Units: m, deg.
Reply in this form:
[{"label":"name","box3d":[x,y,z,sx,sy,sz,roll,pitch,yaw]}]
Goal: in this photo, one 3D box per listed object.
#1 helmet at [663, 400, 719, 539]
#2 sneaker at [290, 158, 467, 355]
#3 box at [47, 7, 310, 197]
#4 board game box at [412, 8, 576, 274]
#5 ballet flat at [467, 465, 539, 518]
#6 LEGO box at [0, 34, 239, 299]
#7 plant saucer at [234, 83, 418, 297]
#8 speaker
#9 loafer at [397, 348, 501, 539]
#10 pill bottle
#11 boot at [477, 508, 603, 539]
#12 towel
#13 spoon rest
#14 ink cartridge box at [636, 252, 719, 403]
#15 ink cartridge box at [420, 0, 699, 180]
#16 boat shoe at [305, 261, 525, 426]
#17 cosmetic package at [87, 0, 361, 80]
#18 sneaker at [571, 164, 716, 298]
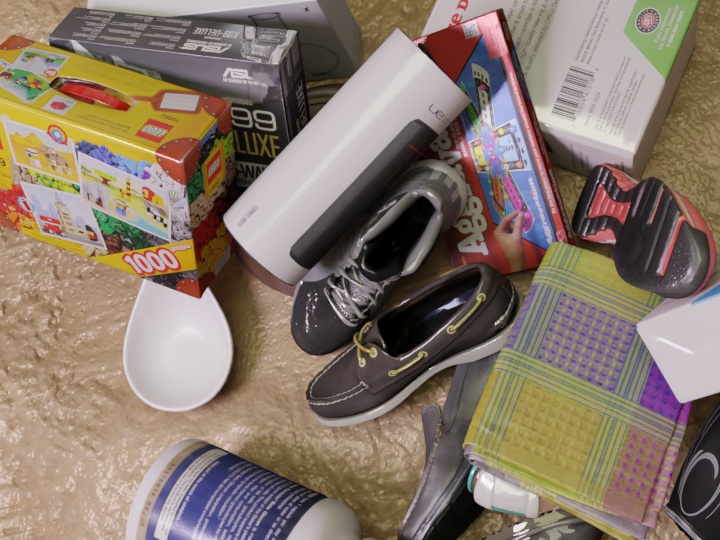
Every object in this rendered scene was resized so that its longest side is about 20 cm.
[{"label":"helmet","box3d":[0.320,0.145,0.772,0.191,0.200,0.200,-46,69,2]},{"label":"sneaker","box3d":[0.000,0.000,0.908,0.075,0.116,0.200,38,110,-1]},{"label":"box","box3d":[-0.139,-0.126,0.952,0.199,0.158,0.050,10,46,16]},{"label":"board game box","box3d":[0.095,-0.094,0.926,0.103,0.019,0.201,-14,100,31]},{"label":"ballet flat","box3d":[0.155,0.104,0.875,0.069,0.070,0.200,28,62,19]},{"label":"LEGO box","box3d":[-0.199,-0.081,0.920,0.199,0.149,0.077,19,49,17]},{"label":"plant saucer","box3d":[-0.032,-0.075,1.012,0.199,0.032,0.201,-4,73,14]},{"label":"speaker","box3d":[-0.010,-0.087,0.887,0.200,0.081,0.081,-46,69,8]},{"label":"loafer","box3d":[0.078,0.129,0.910,0.072,0.073,0.200,24,72,28]},{"label":"pill bottle","box3d":[-0.069,0.212,0.885,0.199,0.111,0.112,19,80,25]},{"label":"boot","box3d":[0.132,0.289,0.845,0.181,0.072,0.201,-30,62,19]},{"label":"towel","box3d":[0.168,0.082,0.845,0.143,0.023,0.201,23,62,5]},{"label":"spoon rest","box3d":[-0.155,0.021,0.999,0.099,0.061,0.201,-5,72,13]},{"label":"ink cartridge box","box3d":[0.302,0.007,0.828,0.200,0.116,0.067,-32,91,-38]},{"label":"ink cartridge box","box3d":[0.158,-0.173,0.963,0.199,0.084,0.146,22,80,19]},{"label":"boat shoe","box3d":[0.032,0.056,0.914,0.201,0.061,0.072,-31,37,21]},{"label":"cosmetic package","box3d":[-0.112,-0.209,1.006,0.199,0.151,0.052,-4,73,14]},{"label":"sneaker","box3d":[0.228,-0.030,0.858,0.086,0.200,0.074,16,105,-13]}]
